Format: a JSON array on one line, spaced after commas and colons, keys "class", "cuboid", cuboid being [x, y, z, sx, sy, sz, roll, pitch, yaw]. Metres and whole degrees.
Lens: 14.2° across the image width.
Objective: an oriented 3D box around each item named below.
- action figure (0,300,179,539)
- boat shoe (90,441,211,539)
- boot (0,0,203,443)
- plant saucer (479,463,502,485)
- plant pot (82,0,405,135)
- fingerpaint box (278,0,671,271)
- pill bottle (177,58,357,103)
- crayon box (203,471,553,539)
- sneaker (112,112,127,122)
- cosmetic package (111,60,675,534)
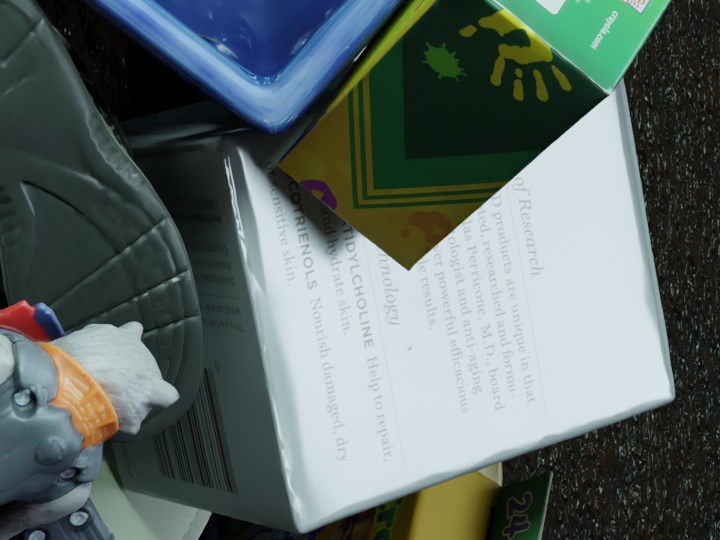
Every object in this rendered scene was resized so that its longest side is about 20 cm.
[{"class": "action figure", "cuboid": [-0.147, 0.095, 1.090, 0.200, 0.193, 0.105, 54, -5, -34]}, {"class": "boat shoe", "cuboid": [-0.107, 0.139, 1.302, 0.060, 0.072, 0.202, 119, -23, -51]}, {"class": "boot", "cuboid": [-0.128, -0.042, 1.175, 0.154, 0.073, 0.204, -127, -168, -70]}, {"class": "plant saucer", "cuboid": [0.026, 0.110, 1.613, 0.200, 0.035, 0.201, -3, 90, -65]}, {"class": "plant pot", "cuboid": [-0.046, -0.185, 1.145, 0.200, 0.200, 0.180, -51, -178, 2]}, {"class": "fingerpaint box", "cuboid": [0.074, -0.118, 1.117, 0.073, 0.167, 0.200, 38, 56, -7]}, {"class": "pill bottle", "cuboid": [-0.017, -0.096, 1.459, 0.200, 0.114, 0.115, 41, 51, -57]}, {"class": "crayon box", "cuboid": [-0.006, 0.159, 1.349, 0.052, 0.200, 0.126, 34, 53, -31]}, {"class": "sneaker", "cuboid": [-0.059, -0.016, 1.369, 0.200, 0.104, 0.060, 54, 41, -48]}, {"class": "cosmetic package", "cuboid": [0.000, 0.000, 1.258, 0.199, 0.167, 0.167, -17, 101, -30]}]
